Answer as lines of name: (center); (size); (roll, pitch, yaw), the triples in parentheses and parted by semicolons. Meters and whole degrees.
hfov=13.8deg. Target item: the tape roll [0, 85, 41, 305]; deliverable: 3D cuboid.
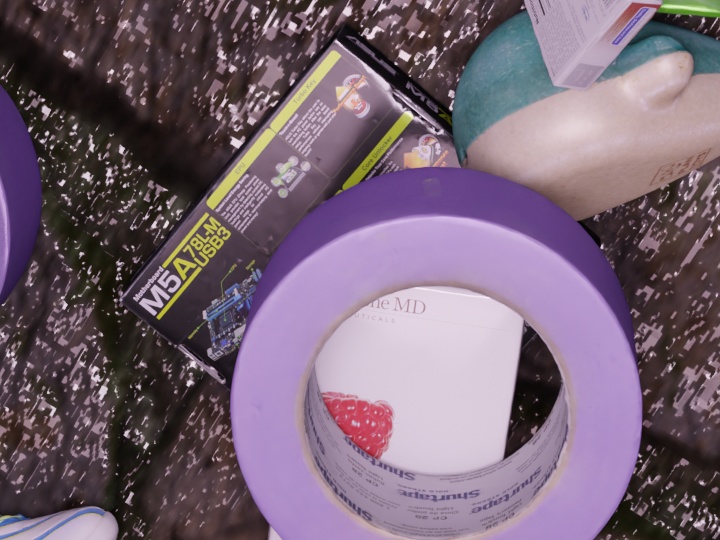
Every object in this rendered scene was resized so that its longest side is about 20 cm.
tape roll: (-0.283, -0.037, 1.661); (0.199, 0.085, 0.201); (2, 107, 6)

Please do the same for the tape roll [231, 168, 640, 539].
tape roll: (0.038, 0.057, 1.471); (0.199, 0.085, 0.201); (1, 107, 2)

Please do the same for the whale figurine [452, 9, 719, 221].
whale figurine: (0.143, -0.098, 1.576); (0.199, 0.159, 0.104); (-16, 73, -11)

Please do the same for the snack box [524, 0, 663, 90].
snack box: (0.098, -0.192, 1.510); (0.024, 0.201, 0.072); (6, 142, -32)

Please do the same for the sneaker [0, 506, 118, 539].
sneaker: (-0.242, 0.162, 1.720); (0.199, 0.076, 0.105); (-28, 101, 14)

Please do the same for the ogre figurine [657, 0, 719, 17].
ogre figurine: (0.147, -0.197, 1.551); (0.200, 0.098, 0.121); (18, 108, 48)

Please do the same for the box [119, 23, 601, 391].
box: (0.000, 0.000, 1.659); (0.193, 0.048, 0.200); (39, 107, -4)

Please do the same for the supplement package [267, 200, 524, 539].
supplement package: (0.019, 0.081, 1.595); (0.121, 0.120, 0.201); (8, 109, 2)
